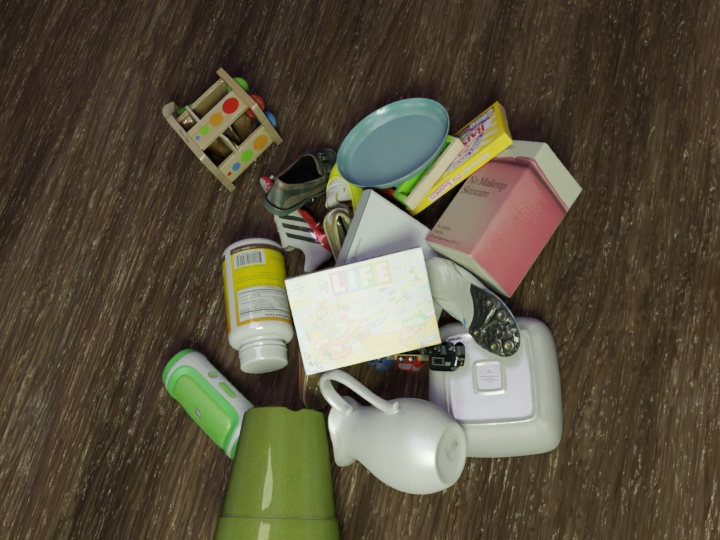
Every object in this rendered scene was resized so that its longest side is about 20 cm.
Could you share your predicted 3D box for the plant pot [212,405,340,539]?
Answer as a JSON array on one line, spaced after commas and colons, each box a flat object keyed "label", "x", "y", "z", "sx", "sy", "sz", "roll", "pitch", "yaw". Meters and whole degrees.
[{"label": "plant pot", "x": -0.112, "y": 0.296, "z": 0.965, "sx": 0.194, "sy": 0.200, "sz": 0.195, "roll": -4, "pitch": 71, "yaw": 15}]

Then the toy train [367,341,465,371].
[{"label": "toy train", "x": 0.076, "y": 0.129, "z": 1.018, "sx": 0.197, "sy": 0.034, "sz": 0.047, "roll": -5, "pitch": 83, "yaw": 48}]

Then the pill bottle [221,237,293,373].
[{"label": "pill bottle", "x": -0.168, "y": 0.059, "z": 1.122, "sx": 0.106, "sy": 0.109, "sz": 0.205, "roll": -14, "pitch": 67, "yaw": 11}]

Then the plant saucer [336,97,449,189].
[{"label": "plant saucer", "x": 0.054, "y": -0.200, "z": 1.101, "sx": 0.196, "sy": 0.028, "sz": 0.204, "roll": -18, "pitch": 44, "yaw": 18}]

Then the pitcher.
[{"label": "pitcher", "x": 0.037, "y": 0.216, "z": 0.941, "sx": 0.196, "sy": 0.174, "sz": 0.122, "roll": 2, "pitch": 38, "yaw": 41}]

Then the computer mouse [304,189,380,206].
[{"label": "computer mouse", "x": -0.050, "y": -0.133, "z": 1.197, "sx": 0.195, "sy": 0.034, "sz": 0.060, "roll": 12, "pitch": 75, "yaw": 21}]

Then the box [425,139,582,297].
[{"label": "box", "x": 0.213, "y": -0.083, "z": 1.028, "sx": 0.202, "sy": 0.108, "sz": 0.127, "roll": -55, "pitch": 29, "yaw": -7}]

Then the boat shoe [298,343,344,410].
[{"label": "boat shoe", "x": -0.066, "y": 0.119, "z": 1.099, "sx": 0.067, "sy": 0.071, "sz": 0.206, "roll": -4, "pitch": 75, "yaw": 51}]

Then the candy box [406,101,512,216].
[{"label": "candy box", "x": 0.151, "y": -0.178, "z": 1.092, "sx": 0.198, "sy": 0.026, "sz": 0.104, "roll": -36, "pitch": 34, "yaw": 28}]

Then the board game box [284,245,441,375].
[{"label": "board game box", "x": 0.004, "y": 0.055, "z": 0.956, "sx": 0.194, "sy": 0.034, "sz": 0.138, "roll": -14, "pitch": 95, "yaw": 1}]

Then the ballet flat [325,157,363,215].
[{"label": "ballet flat", "x": -0.026, "y": -0.090, "z": 1.127, "sx": 0.066, "sy": 0.066, "sz": 0.206, "roll": -14, "pitch": 82, "yaw": 38}]

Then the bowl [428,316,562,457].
[{"label": "bowl", "x": 0.189, "y": 0.162, "z": 0.994, "sx": 0.194, "sy": 0.075, "sz": 0.205, "roll": -6, "pitch": 68, "yaw": 17}]

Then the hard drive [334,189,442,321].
[{"label": "hard drive", "x": 0.061, "y": -0.015, "z": 1.041, "sx": 0.026, "sy": 0.198, "sz": 0.135, "roll": 0, "pitch": 65, "yaw": 56}]

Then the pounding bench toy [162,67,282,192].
[{"label": "pounding bench toy", "x": -0.263, "y": -0.287, "z": 1.268, "sx": 0.156, "sy": 0.124, "sz": 0.200, "roll": -43, "pitch": 64, "yaw": -2}]

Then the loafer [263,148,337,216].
[{"label": "loafer", "x": -0.088, "y": -0.162, "z": 1.149, "sx": 0.071, "sy": 0.064, "sz": 0.200, "roll": 32, "pitch": 44, "yaw": 9}]

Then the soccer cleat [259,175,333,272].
[{"label": "soccer cleat", "x": -0.122, "y": -0.083, "z": 1.181, "sx": 0.085, "sy": 0.068, "sz": 0.200, "roll": -46, "pitch": 71, "yaw": 8}]

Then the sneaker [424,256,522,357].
[{"label": "sneaker", "x": 0.163, "y": 0.048, "z": 0.987, "sx": 0.200, "sy": 0.072, "sz": 0.073, "roll": 45, "pitch": 110, "yaw": 35}]

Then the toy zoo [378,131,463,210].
[{"label": "toy zoo", "x": 0.072, "y": -0.184, "z": 1.138, "sx": 0.132, "sy": 0.020, "sz": 0.199, "roll": -51, "pitch": 35, "yaw": -2}]

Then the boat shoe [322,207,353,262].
[{"label": "boat shoe", "x": 0.000, "y": 0.000, "z": 1.060, "sx": 0.071, "sy": 0.076, "sz": 0.203, "roll": -31, "pitch": 102, "yaw": -6}]

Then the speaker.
[{"label": "speaker", "x": -0.232, "y": 0.215, "z": 1.099, "sx": 0.199, "sy": 0.089, "sz": 0.089, "roll": 37, "pitch": 84, "yaw": 25}]
